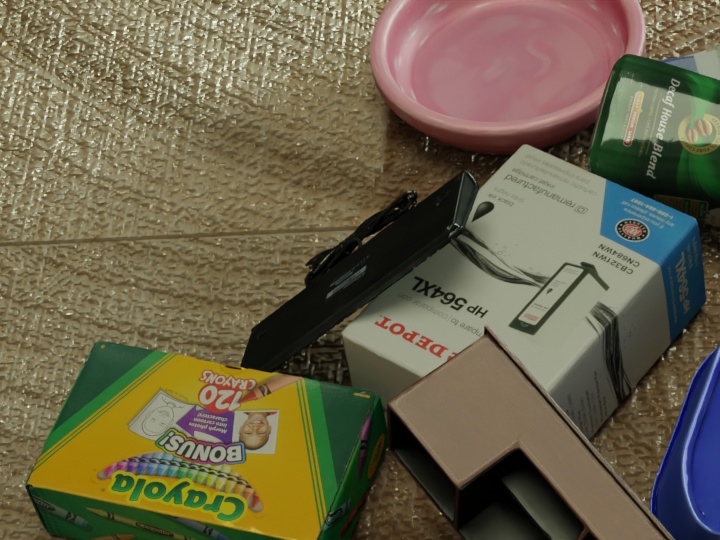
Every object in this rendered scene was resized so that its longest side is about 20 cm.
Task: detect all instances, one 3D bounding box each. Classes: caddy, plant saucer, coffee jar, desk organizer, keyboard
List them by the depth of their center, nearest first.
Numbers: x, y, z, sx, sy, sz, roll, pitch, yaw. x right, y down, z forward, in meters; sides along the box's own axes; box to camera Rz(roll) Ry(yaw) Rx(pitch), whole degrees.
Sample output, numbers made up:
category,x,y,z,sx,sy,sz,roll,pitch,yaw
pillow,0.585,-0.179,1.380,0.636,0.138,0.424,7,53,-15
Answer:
category,x,y,z,sx,sy,sz,roll,pitch,yaw
desk organizer,0.104,0.138,1.310,0.077,0.072,0.200,-34,67,-15
caddy,0.254,0.114,1.362,0.141,0.105,0.200,21,66,9
keyboard,0.000,0.000,1.500,0.200,0.021,0.127,-36,20,27
coffee jar,0.256,-0.074,1.528,0.199,0.085,0.105,13,74,12
plant saucer,0.108,-0.154,1.673,0.200,0.051,0.201,-6,46,6

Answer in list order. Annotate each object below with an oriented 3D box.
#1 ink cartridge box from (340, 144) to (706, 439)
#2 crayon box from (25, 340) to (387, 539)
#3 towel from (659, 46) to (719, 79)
category,x,y,z,sx,sy,sz,roll,pitch,yaw
ink cartridge box,0.106,0.031,1.480,0.146,0.084,0.200,26,57,31
crayon box,-0.095,0.122,1.451,0.199,0.058,0.119,9,53,18
towel,0.303,-0.112,1.617,0.199,0.024,0.147,-11,49,3
